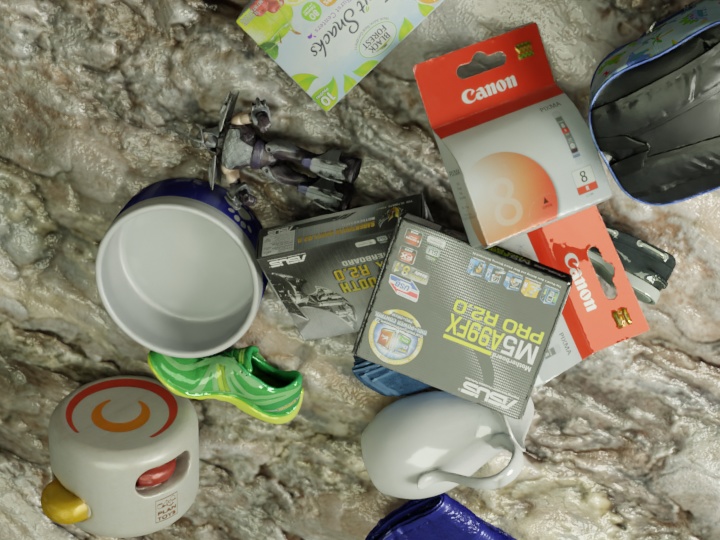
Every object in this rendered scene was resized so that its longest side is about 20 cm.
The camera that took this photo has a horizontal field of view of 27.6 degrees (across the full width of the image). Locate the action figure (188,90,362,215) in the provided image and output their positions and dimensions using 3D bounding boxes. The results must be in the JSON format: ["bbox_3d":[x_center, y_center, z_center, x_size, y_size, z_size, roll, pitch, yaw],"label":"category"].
[{"bbox_3d":[-0.099,-0.126,1.645,0.197,0.070,0.131,17,124,4],"label":"action figure"}]

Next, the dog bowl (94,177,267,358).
[{"bbox_3d":[-0.207,-0.003,1.721,0.197,0.079,0.203,4,118,8],"label":"dog bowl"}]

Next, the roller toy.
[{"bbox_3d":[-0.289,0.233,1.796,0.179,0.201,0.142,3,119,2],"label":"roller toy"}]

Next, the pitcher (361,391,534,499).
[{"bbox_3d":[0.102,0.211,1.725,0.198,0.172,0.122,-21,117,18],"label":"pitcher"}]

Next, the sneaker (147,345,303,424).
[{"bbox_3d":[-0.161,0.119,1.783,0.197,0.074,0.084,17,122,-10],"label":"sneaker"}]

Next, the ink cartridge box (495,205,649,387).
[{"bbox_3d":[0.192,0.037,1.591,0.198,0.047,0.162,-24,96,16],"label":"ink cartridge box"}]

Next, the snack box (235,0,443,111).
[{"bbox_3d":[-0.014,-0.288,1.552,0.142,0.053,0.200,42,116,-14],"label":"snack box"}]

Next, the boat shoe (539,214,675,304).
[{"bbox_3d":[0.256,-0.035,1.633,0.198,0.076,0.061,31,81,4],"label":"boat shoe"}]

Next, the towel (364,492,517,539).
[{"bbox_3d":[0.119,0.352,1.847,0.199,0.050,0.147,37,128,-26],"label":"towel"}]

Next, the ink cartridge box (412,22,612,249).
[{"bbox_3d":[0.160,-0.143,1.522,0.160,0.050,0.203,-21,97,-20],"label":"ink cartridge box"}]

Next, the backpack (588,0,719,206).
[{"bbox_3d":[0.336,-0.171,1.496,0.198,0.147,0.184,-24,112,17],"label":"backpack"}]

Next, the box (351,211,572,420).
[{"bbox_3d":[0.109,0.048,1.565,0.198,0.044,0.162,22,103,6],"label":"box"}]

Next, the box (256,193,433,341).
[{"bbox_3d":[0.000,0.000,1.672,0.197,0.049,0.159,-11,137,15],"label":"box"}]

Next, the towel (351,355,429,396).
[{"bbox_3d":[0.097,0.094,1.711,0.198,0.049,0.111,-24,149,19],"label":"towel"}]
